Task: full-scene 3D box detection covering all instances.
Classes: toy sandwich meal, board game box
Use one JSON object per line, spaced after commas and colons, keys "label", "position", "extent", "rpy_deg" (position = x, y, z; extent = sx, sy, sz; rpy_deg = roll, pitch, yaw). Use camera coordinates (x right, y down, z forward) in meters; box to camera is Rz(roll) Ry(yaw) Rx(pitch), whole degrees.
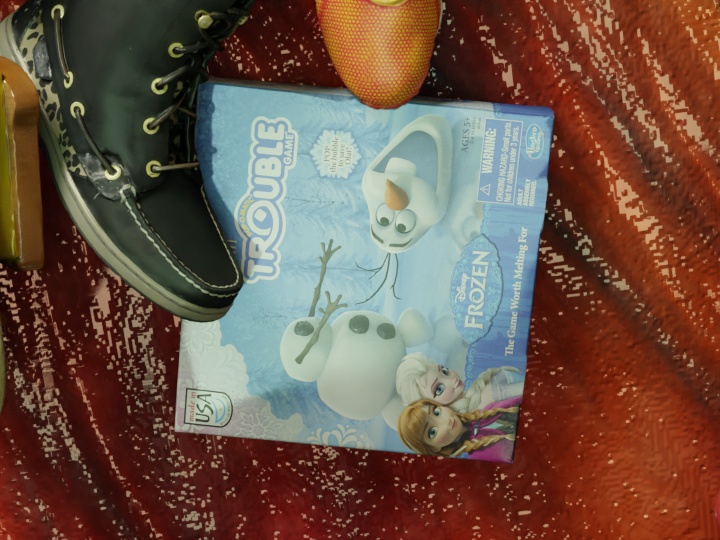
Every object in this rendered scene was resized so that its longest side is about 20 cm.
{"label": "toy sandwich meal", "position": [-0.209, -0.019, 0.775], "extent": [0.070, 0.205, 0.207], "rpy_deg": [-17, 104, -28]}
{"label": "board game box", "position": [0.000, 0.000, 0.823], "extent": [0.197, 0.043, 0.202], "rpy_deg": [5, 102, 1]}

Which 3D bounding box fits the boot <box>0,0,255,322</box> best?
{"label": "boot", "position": [-0.094, -0.092, 0.747], "extent": [0.154, 0.073, 0.204], "rpy_deg": [-41, 77, 27]}

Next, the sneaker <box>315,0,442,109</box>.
{"label": "sneaker", "position": [0.008, -0.185, 0.754], "extent": [0.072, 0.077, 0.202], "rpy_deg": [0, 97, 3]}

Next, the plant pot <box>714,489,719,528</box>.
{"label": "plant pot", "position": [0.284, 0.196, 0.783], "extent": [0.198, 0.200, 0.185], "rpy_deg": [-3, 100, 2]}
